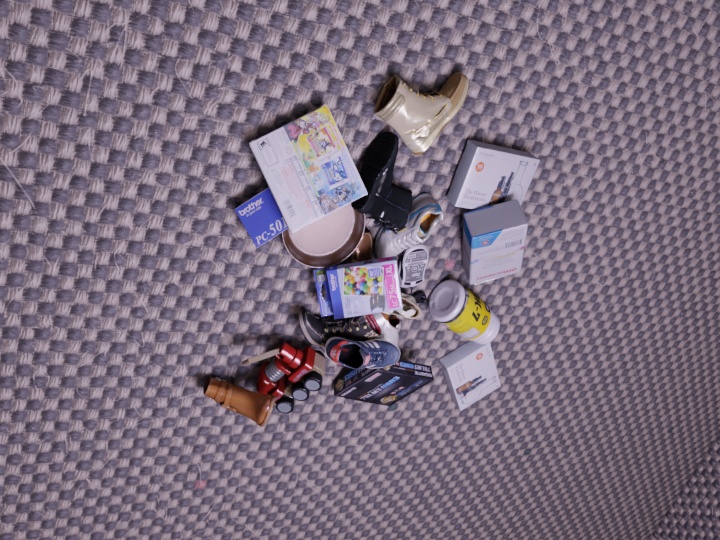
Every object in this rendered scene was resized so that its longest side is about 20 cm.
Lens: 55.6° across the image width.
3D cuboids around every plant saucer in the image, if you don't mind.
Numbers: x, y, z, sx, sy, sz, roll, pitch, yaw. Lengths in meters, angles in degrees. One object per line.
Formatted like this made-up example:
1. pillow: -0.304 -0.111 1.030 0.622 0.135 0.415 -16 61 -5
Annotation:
1. plant saucer: -0.085 -0.104 1.536 0.195 0.032 0.205 -9 117 -17

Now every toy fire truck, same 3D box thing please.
1. toy fire truck: -0.205 0.242 1.645 0.199 0.130 0.175 37 123 -22

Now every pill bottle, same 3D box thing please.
1. pill bottle: 0.281 0.117 1.827 0.199 0.115 0.115 33 103 -39

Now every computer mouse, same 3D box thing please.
1. computer mouse: 0.129 0.008 1.727 0.107 0.044 0.204 -8 129 -17

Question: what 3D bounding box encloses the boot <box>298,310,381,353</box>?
1. boot: -0.050 0.136 1.669 0.148 0.074 0.200 -24 136 17

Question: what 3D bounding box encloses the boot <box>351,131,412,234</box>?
1. boot: 0.067 -0.190 1.541 0.161 0.073 0.202 23 89 -50

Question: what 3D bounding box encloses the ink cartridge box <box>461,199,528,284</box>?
1. ink cartridge box: 0.330 -0.067 1.704 0.141 0.086 0.202 -14 143 -3

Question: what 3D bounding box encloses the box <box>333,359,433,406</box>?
1. box: 0.059 0.296 1.818 0.195 0.051 0.199 15 142 -35

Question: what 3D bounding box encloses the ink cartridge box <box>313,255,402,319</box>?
1. ink cartridge box: -0.005 0.043 1.581 0.195 0.042 0.122 -8 106 3

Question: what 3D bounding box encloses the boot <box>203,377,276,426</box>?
1. boot: -0.289 0.302 1.607 0.153 0.199 0.075 30 66 -17

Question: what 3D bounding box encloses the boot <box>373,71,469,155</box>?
1. boot: 0.131 -0.372 1.458 0.155 0.073 0.201 36 93 -31

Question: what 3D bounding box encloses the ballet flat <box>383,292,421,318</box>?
1. ballet flat: 0.080 0.079 1.665 0.197 0.063 0.068 12 119 -46

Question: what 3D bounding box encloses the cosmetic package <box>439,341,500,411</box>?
1. cosmetic package: 0.326 0.302 2.014 0.149 0.052 0.202 -30 129 -10

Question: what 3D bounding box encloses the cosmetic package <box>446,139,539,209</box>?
1. cosmetic package: 0.322 -0.222 1.658 0.196 0.052 0.154 4 116 -29

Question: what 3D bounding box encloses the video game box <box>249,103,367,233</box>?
1. video game box: -0.106 -0.207 1.400 0.179 0.047 0.204 -26 96 -6

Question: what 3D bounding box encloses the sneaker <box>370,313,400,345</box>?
1. sneaker: 0.081 0.178 1.790 0.083 0.073 0.202 -27 128 -4

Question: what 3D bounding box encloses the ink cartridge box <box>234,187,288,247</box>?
1. ink cartridge box: -0.159 -0.142 1.447 0.197 0.044 0.095 -32 97 -1

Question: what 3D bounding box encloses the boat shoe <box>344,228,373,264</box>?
1. boat shoe: 0.000 0.000 1.632 0.074 0.074 0.204 -6 123 -23

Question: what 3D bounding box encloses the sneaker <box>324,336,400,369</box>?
1. sneaker: 0.014 0.206 1.632 0.195 0.084 0.077 5 99 -22

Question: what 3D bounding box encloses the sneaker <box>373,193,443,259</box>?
1. sneaker: 0.111 -0.091 1.625 0.200 0.081 0.076 -46 131 9
